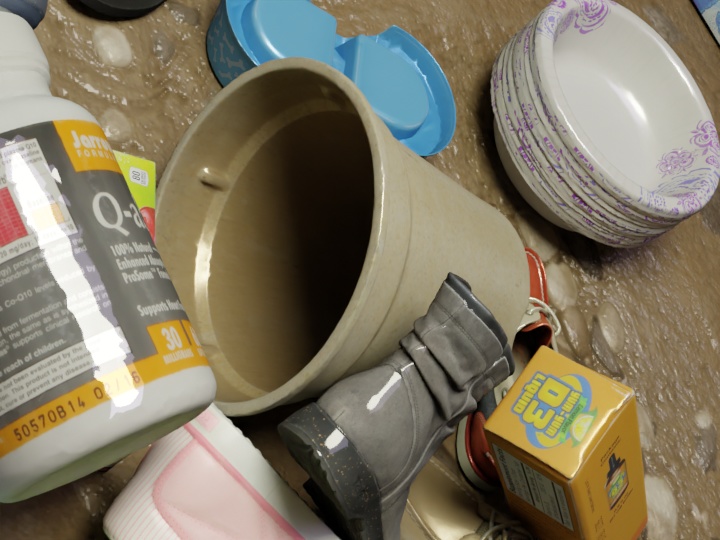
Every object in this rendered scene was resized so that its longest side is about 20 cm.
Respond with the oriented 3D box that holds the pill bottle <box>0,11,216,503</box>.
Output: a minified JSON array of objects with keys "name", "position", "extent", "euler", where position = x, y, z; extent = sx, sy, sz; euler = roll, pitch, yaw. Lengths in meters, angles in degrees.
[{"name":"pill bottle","position":[-0.155,-0.007,0.603],"extent":[0.116,0.116,0.202],"euler":[-19,81,-45]}]

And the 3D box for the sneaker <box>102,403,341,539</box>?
[{"name":"sneaker","position":[-0.062,0.166,0.713],"extent":[0.105,0.075,0.201],"euler":[-46,123,-12]}]

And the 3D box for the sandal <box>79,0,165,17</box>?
[{"name":"sandal","position":[-0.127,-0.228,0.906],"extent":[0.199,0.045,0.076],"euler":[-31,87,-46]}]

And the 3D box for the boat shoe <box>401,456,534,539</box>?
[{"name":"boat shoe","position":[0.083,0.180,0.822],"extent":[0.201,0.065,0.072],"euler":[50,44,-5]}]

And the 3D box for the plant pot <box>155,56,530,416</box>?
[{"name":"plant pot","position":[0.000,0.000,0.790],"extent":[0.182,0.199,0.203],"euler":[19,53,-44]}]

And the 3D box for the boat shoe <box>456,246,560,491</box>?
[{"name":"boat shoe","position":[0.112,0.058,0.925],"extent":[0.071,0.062,0.202],"euler":[30,47,-20]}]

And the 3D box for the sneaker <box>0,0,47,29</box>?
[{"name":"sneaker","position":[-0.264,-0.129,0.727],"extent":[0.198,0.070,0.083],"euler":[-5,85,-39]}]

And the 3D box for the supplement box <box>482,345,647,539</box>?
[{"name":"supplement box","position":[0.130,0.127,0.803],"extent":[0.068,0.201,0.067],"euler":[31,70,27]}]

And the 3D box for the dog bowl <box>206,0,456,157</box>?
[{"name":"dog bowl","position":[-0.023,-0.140,0.939],"extent":[0.198,0.049,0.113],"euler":[26,50,-27]}]

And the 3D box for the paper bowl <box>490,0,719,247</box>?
[{"name":"paper bowl","position":[0.187,-0.113,1.061],"extent":[0.199,0.104,0.203],"euler":[20,54,-30]}]

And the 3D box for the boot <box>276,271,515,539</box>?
[{"name":"boot","position":[0.033,0.091,0.724],"extent":[0.131,0.201,0.070],"euler":[-40,70,-13]}]

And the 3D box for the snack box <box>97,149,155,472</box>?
[{"name":"snack box","position":[-0.206,0.004,0.683],"extent":[0.198,0.068,0.171],"euler":[13,58,-32]}]

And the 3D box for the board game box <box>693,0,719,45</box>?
[{"name":"board game box","position":[0.457,-0.246,1.416],"extent":[0.199,0.043,0.201],"euler":[-23,81,-46]}]
